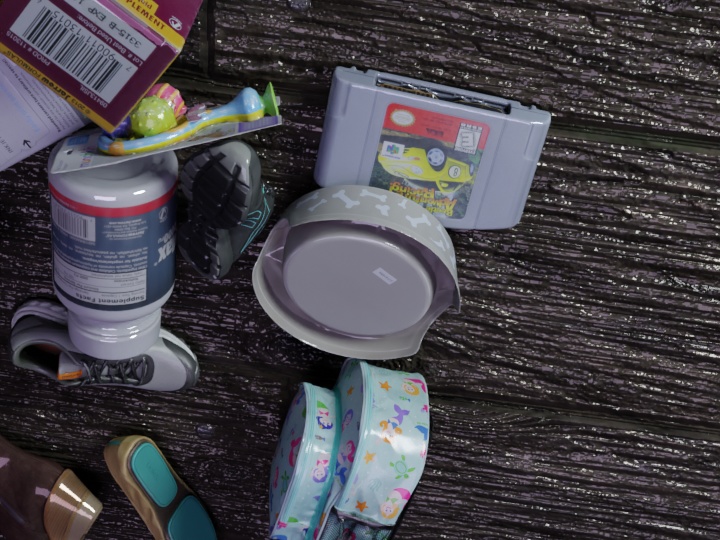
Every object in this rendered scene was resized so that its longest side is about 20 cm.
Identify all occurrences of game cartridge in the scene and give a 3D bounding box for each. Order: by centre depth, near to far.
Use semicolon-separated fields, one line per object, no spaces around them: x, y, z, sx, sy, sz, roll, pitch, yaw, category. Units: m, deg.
0.061;-0.105;1.313;0.198;0.041;0.134;12;130;-1;game cartridge

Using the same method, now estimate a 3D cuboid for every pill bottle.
-0.232;-0.022;1.355;0.119;0.120;0.201;8;126;1;pill bottle

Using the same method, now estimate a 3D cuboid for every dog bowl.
0.000;0.000;1.356;0.198;0.059;0.201;7;140;6;dog bowl

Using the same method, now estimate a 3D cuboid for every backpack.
-0.008;0.189;1.444;0.150;0.178;0.201;21;121;-14;backpack

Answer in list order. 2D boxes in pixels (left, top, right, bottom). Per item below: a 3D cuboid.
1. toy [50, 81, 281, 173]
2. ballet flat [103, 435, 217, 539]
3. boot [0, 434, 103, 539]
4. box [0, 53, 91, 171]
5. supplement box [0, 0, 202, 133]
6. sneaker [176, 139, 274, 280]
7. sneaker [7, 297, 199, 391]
-0.169;-0.136;1.252;0.198;0.115;0.048;-9;109;-1;toy
-0.221;0.257;1.597;0.063;0.069;0.201;3;128;40;ballet flat
-0.392;0.273;1.630;0.166;0.072;0.200;34;124;-2;boot
-0.320;-0.183;1.299;0.199;0.041;0.156;-25;118;21;box
-0.200;-0.225;1.156;0.131;0.201;0.103;36;121;-18;supplement box
-0.117;-0.068;1.299;0.075;0.079;0.200;44;152;8;sneaker
-0.263;0.093;1.465;0.199;0.080;0.074;13;124;-4;sneaker
